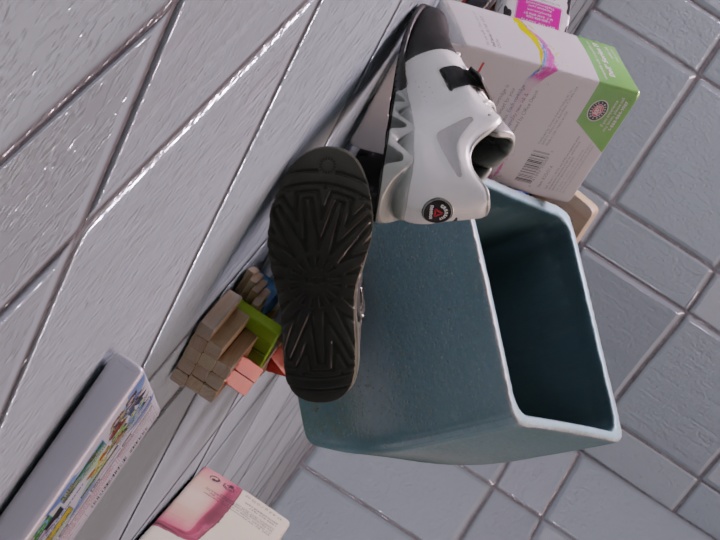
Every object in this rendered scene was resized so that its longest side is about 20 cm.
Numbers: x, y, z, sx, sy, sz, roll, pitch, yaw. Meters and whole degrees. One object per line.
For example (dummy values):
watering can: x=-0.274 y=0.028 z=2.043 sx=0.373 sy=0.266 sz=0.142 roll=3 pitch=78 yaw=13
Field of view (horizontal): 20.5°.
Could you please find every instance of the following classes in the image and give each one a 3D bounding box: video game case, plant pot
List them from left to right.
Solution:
video game case: x=-0.182 y=0.145 z=1.138 sx=0.200 sy=0.022 sz=0.182 roll=-55 pitch=176 yaw=-11
plant pot: x=0.057 y=0.060 z=1.545 sx=0.200 sy=0.196 sz=0.196 roll=-21 pitch=162 yaw=27

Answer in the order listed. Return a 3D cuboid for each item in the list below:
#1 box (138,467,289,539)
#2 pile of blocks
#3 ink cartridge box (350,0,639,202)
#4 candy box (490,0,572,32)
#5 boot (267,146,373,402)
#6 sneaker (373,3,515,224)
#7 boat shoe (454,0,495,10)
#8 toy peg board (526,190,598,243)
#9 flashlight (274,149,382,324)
box: x=-0.168 y=0.298 z=1.939 sx=0.128 sy=0.109 sz=0.200 roll=-58 pitch=176 yaw=20
pile of blocks: x=-0.070 y=0.045 z=1.426 sx=0.082 sy=0.062 sz=0.200 roll=-58 pitch=177 yaw=13
ink cartridge box: x=0.094 y=-0.133 z=1.517 sx=0.117 sy=0.200 sz=0.067 roll=-59 pitch=-148 yaw=33
candy box: x=0.129 y=-0.173 z=1.702 sx=0.136 sy=0.061 sz=0.200 roll=117 pitch=-14 yaw=-60
boot: x=-0.021 y=-0.005 z=1.374 sx=0.200 sy=0.073 sz=0.182 roll=-54 pitch=151 yaw=-78
sneaker: x=0.061 y=-0.102 z=1.353 sx=0.074 sy=0.088 sz=0.200 roll=97 pitch=0 yaw=-48
boat shoe: x=0.076 y=-0.160 z=1.593 sx=0.071 sy=0.063 sz=0.200 roll=-51 pitch=172 yaw=-44
toy peg board: x=0.108 y=-0.041 z=2.098 sx=0.098 sy=0.200 sz=0.199 roll=-23 pitch=149 yaw=-57
flashlight: x=-0.014 y=-0.018 z=1.620 sx=0.200 sy=0.068 sz=0.068 roll=116 pitch=-32 yaw=-43
